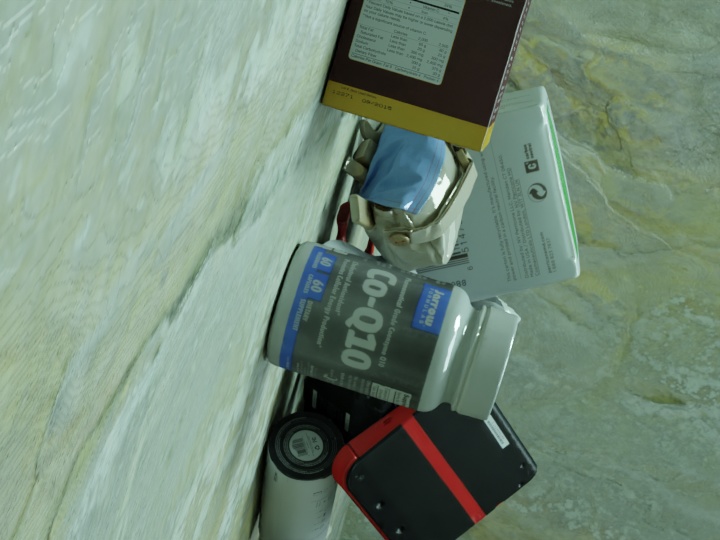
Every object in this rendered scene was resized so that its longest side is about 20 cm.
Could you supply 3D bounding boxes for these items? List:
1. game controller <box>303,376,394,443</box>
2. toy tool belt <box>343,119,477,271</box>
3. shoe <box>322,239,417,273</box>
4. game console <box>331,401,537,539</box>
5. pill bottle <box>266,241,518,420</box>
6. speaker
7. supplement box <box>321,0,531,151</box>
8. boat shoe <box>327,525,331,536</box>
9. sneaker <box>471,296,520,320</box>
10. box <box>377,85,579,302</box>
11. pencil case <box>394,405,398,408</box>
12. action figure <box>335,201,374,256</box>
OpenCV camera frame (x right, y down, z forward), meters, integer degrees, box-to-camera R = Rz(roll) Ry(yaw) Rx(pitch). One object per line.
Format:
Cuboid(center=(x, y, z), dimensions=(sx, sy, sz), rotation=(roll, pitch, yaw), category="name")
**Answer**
Cuboid(center=(-0.015, 0.145, 1.615), dimensions=(0.042, 0.104, 0.200), rotation=(-36, 154, -28), category="game controller")
Cuboid(center=(0.047, -0.107, 1.538), dimensions=(0.123, 0.124, 0.201), rotation=(38, 54, -38), category="toy tool belt")
Cuboid(center=(-0.016, 0.027, 1.541), dimensions=(0.091, 0.072, 0.200), rotation=(-38, 162, 20), category="shoe")
Cuboid(center=(0.077, 0.202, 1.607), dimensions=(0.177, 0.031, 0.200), rotation=(-39, 131, -4), category="game console")
Cuboid(center=(0.028, 0.055, 1.354), dimensions=(0.114, 0.199, 0.114), rotation=(17, 90, -86), category="pill bottle")
Cuboid(center=(-0.064, 0.231, 1.658), dimensions=(0.200, 0.081, 0.081), rotation=(100, 8, -56), category="speaker")
Cuboid(center=(0.070, -0.216, 1.288), dimensions=(0.197, 0.132, 0.201), rotation=(-48, 154, -80), category="supplement box")
Cuboid(center=(-0.099, 0.328, 1.843), dimensions=(0.073, 0.063, 0.200), rotation=(-35, -179, 26), category="boat shoe")
Cuboid(center=(0.103, 0.065, 1.827), dimensions=(0.200, 0.076, 0.081), rotation=(-1, -130, 51), category="sneaker")
Cuboid(center=(0.130, -0.082, 1.743), dimensions=(0.171, 0.199, 0.200), rotation=(-67, 143, -76), category="box")
Cuboid(center=(0.071, 0.141, 1.640), dimensions=(0.087, 0.078, 0.200), rotation=(-55, 130, -28), category="pencil case")
Cuboid(center=(0.000, 0.000, 1.682), dimensions=(0.099, 0.065, 0.201), rotation=(-56, 165, -45), category="action figure")
